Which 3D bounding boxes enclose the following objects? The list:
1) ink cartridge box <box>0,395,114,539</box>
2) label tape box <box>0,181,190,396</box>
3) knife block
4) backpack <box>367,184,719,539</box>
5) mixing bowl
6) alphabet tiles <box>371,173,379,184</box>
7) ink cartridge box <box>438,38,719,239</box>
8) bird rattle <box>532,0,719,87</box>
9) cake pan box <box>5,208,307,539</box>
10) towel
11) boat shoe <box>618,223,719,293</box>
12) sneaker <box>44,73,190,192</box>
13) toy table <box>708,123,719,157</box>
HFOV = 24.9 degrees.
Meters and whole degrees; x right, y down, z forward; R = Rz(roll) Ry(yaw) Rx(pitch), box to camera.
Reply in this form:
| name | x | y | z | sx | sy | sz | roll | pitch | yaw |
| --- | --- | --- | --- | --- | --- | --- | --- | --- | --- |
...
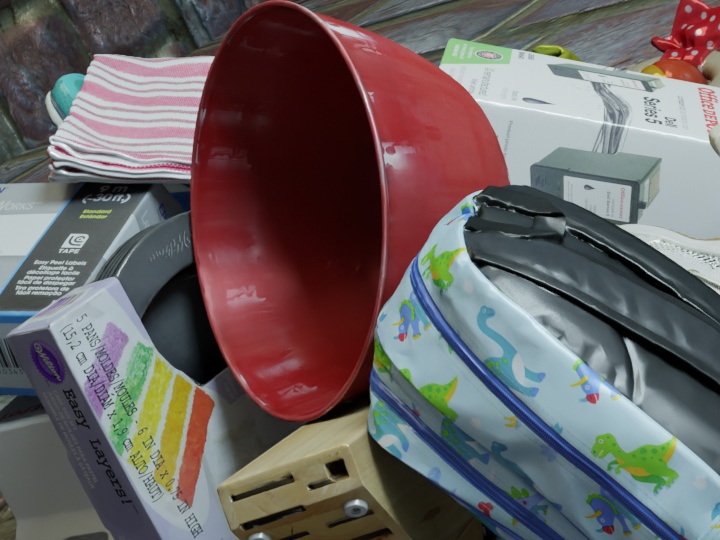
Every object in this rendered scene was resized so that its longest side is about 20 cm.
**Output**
| name | x | y | z | sx | sy | sz | roll | pitch | yaw |
| --- | --- | --- | --- | --- | --- | --- | --- | --- | --- |
| ink cartridge box | -0.123 | 0.103 | 0.983 | 0.128 | 0.126 | 0.200 | -15 | 19 | 34 |
| label tape box | -0.188 | -0.011 | 0.979 | 0.142 | 0.066 | 0.201 | -1 | 38 | 21 |
| knife block | 0.008 | 0.083 | 0.769 | 0.064 | 0.200 | 0.177 | -21 | 46 | 17 |
| backpack | 0.100 | 0.054 | 0.664 | 0.154 | 0.200 | 0.163 | -42 | 4 | 33 |
| mixing bowl | 0.004 | -0.030 | 0.803 | 0.108 | 0.202 | 0.200 | -3 | 3 | -31 |
| alphabet tiles | 0.033 | 0.022 | 0.918 | 0.199 | 0.168 | 0.008 | -8 | 21 | 47 |
| ink cartridge box | 0.142 | -0.079 | 1.055 | 0.198 | 0.085 | 0.146 | 10 | 22 | 4 |
| bird rattle | 0.245 | -0.140 | 1.310 | 0.198 | 0.113 | 0.163 | -15 | 26 | -7 |
| cake pan box | -0.076 | 0.067 | 0.892 | 0.052 | 0.201 | 0.184 | -13 | 18 | 46 |
| towel | -0.112 | -0.104 | 1.028 | 0.145 | 0.030 | 0.200 | 1 | 27 | 1 |
| boat shoe | 0.163 | 0.019 | 0.903 | 0.069 | 0.071 | 0.199 | -35 | 19 | -33 |
| sneaker | -0.122 | -0.092 | 1.120 | 0.199 | 0.080 | 0.078 | 26 | 29 | 9 |
| toy table | 0.298 | -0.066 | 0.883 | 0.199 | 0.118 | 0.184 | -28 | 16 | -4 |
